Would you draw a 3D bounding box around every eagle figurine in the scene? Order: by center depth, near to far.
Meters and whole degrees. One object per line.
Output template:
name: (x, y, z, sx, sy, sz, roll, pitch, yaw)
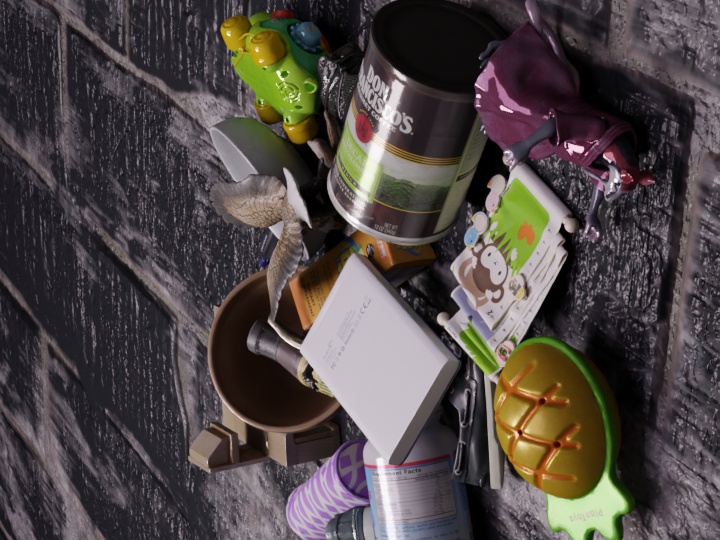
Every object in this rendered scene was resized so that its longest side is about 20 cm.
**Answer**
eagle figurine: (-0.079, -0.052, 1.752, 0.199, 0.151, 0.153, -33, 32, 26)

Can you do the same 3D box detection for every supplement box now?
supplement box: (0.000, 0.000, 1.784, 0.200, 0.068, 0.067, -36, 66, 47)

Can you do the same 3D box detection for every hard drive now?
hard drive: (0.017, 0.091, 1.663, 0.200, 0.025, 0.133, 48, 116, 44)

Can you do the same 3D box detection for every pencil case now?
pencil case: (-0.027, 0.270, 1.942, 0.200, 0.083, 0.086, -47, 23, 55)

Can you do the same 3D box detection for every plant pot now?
plant pot: (-0.079, 0.100, 1.924, 0.093, 0.199, 0.203, 33, -143, -72)

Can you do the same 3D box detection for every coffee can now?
coffee can: (0.058, -0.147, 1.569, 0.147, 0.145, 0.201, 59, 146, 35)

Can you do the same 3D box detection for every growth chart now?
growth chart: (0.140, -0.002, 1.542, 0.145, 0.018, 0.202, 42, 115, 46)

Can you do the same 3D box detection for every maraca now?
maraca: (0.190, 0.159, 1.460, 0.137, 0.106, 0.202, -29, 77, 54)

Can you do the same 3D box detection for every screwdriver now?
screwdriver: (-0.137, 0.002, 2.112, 0.029, 0.028, 0.201, 40, 137, 10)

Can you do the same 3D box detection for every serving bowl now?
serving bowl: (-0.100, -0.110, 1.921, 0.201, 0.066, 0.200, 50, 170, 12)

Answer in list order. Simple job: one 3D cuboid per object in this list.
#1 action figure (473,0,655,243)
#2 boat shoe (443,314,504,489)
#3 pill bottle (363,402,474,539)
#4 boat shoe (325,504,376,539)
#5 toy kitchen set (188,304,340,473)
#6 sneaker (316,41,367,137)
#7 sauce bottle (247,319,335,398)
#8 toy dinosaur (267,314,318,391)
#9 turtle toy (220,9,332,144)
action figure: (0.194, -0.127, 1.406, 0.199, 0.134, 0.150, 34, 86, 39)
boat shoe: (0.110, 0.128, 1.622, 0.075, 0.065, 0.202, -61, -34, -68)
pill bottle: (0.061, 0.236, 1.727, 0.108, 0.108, 0.203, -8, 91, 62)
boat shoe: (0.000, 0.307, 1.834, 0.200, 0.061, 0.074, 60, -159, -75)
toy kitchen set: (-0.146, 0.150, 2.038, 0.199, 0.162, 0.183, 17, 114, 59)
sneaker: (0.005, -0.210, 1.724, 0.115, 0.076, 0.199, 69, 157, 8)
sauce bottle: (-0.040, 0.111, 1.831, 0.198, 0.066, 0.067, 19, 121, 23)
toy dinosaur: (-0.021, 0.098, 1.772, 0.048, 0.198, 0.089, 69, -150, -51)
turtle toy: (-0.093, -0.249, 1.867, 0.200, 0.101, 0.147, 37, 157, 52)
